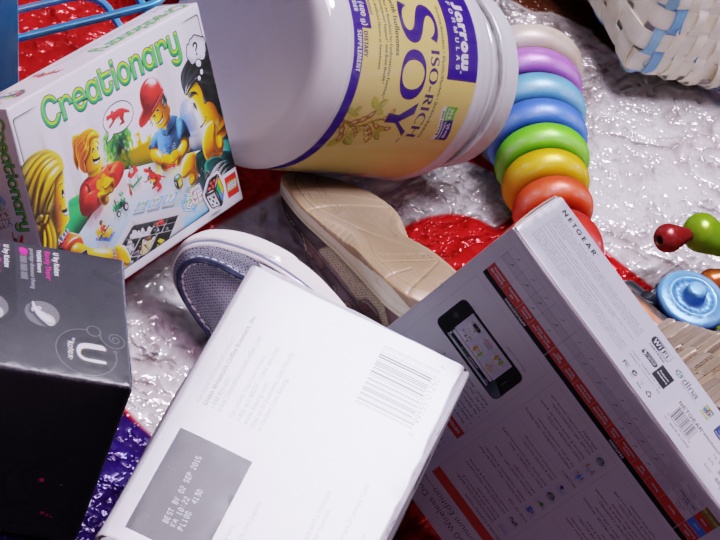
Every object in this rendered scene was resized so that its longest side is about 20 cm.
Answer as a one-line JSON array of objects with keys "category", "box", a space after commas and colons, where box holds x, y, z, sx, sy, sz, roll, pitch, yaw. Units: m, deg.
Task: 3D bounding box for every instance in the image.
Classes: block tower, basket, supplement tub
[{"category": "block tower", "box": [0.201, 0.072, 1.575, 0.058, 0.200, 0.054, -35, 105, -14]}, {"category": "basket", "box": [0.259, -0.221, 2.061, 0.199, 0.139, 0.177, -7, 52, -25]}, {"category": "supplement tub", "box": [-0.008, -0.132, 1.794, 0.200, 0.146, 0.146, 2, 40, -49]}]

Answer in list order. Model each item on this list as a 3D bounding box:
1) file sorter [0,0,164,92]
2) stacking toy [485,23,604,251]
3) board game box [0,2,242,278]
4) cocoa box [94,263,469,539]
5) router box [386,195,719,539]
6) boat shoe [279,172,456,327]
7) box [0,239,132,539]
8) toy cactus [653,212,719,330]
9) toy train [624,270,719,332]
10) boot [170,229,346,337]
[{"category": "file sorter", "box": [-0.190, -0.191, 1.725, 0.122, 0.200, 0.139, -17, 50, -21]}, {"category": "stacking toy", "box": [0.119, -0.066, 1.871, 0.085, 0.086, 0.201, 8, 47, -19]}, {"category": "board game box", "box": [-0.144, -0.065, 1.635, 0.034, 0.127, 0.200, -2, 21, 31]}, {"category": "cocoa box", "box": [-0.051, 0.127, 1.474, 0.133, 0.131, 0.200, 26, 50, 3]}, {"category": "router box", "box": [0.100, 0.088, 1.537, 0.200, 0.179, 0.049, 54, 43, 3]}, {"category": "boat shoe", "box": [0.000, 0.000, 1.731, 0.072, 0.065, 0.200, 3, 24, -32]}, {"category": "box", "box": [-0.232, 0.054, 1.500, 0.199, 0.123, 0.106, 9, 39, -17]}, {"category": "toy cactus", "box": [0.299, 0.019, 1.853, 0.200, 0.103, 0.165, 33, 28, 26]}, {"category": "toy train", "box": [0.212, 0.086, 1.728, 0.200, 0.087, 0.114, 41, 50, 18]}, {"category": "boot", "box": [-0.043, 0.054, 1.636, 0.200, 0.073, 0.090, 35, 33, 13]}]
